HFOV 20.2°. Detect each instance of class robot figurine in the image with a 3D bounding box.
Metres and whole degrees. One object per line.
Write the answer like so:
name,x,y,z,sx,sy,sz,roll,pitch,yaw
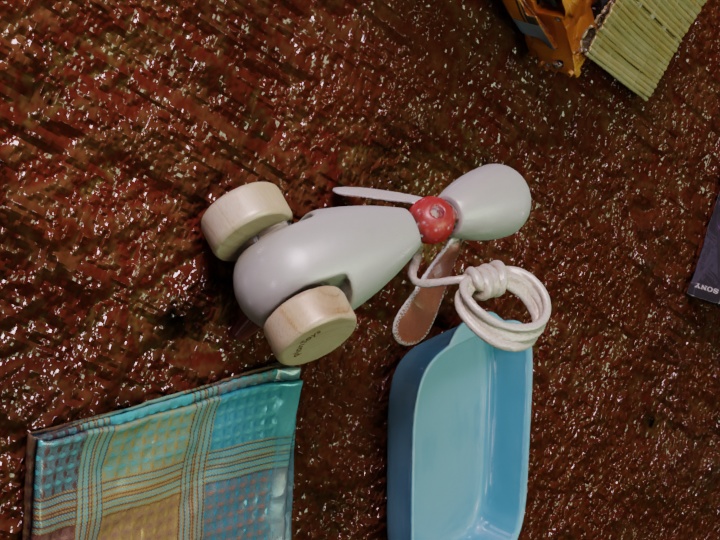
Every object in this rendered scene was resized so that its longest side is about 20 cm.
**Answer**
robot figurine,0.120,-0.225,1.235,0.145,0.058,0.201,-49,137,-27

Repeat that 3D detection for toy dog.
toy dog,0.000,0.000,1.143,0.199,0.096,0.133,4,61,-22

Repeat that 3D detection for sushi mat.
sushi mat,0.187,-0.166,1.307,0.096,0.012,0.200,-59,162,6

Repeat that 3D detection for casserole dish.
casserole dish,0.060,0.118,1.311,0.121,0.039,0.201,-22,121,-44

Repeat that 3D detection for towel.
towel,-0.108,0.138,1.131,0.199,0.022,0.148,-13,113,-47

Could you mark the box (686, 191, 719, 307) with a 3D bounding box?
box,0.335,-0.027,1.587,0.200,0.036,0.144,16,91,-50
